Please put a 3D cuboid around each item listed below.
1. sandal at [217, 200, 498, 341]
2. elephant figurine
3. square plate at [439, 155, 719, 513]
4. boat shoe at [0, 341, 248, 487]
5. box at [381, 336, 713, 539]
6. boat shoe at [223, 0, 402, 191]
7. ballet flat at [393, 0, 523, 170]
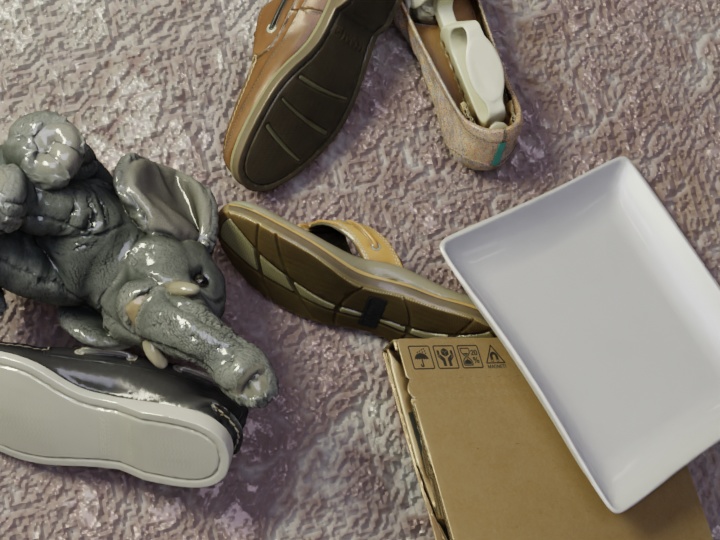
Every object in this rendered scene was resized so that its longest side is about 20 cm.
[{"bbox_3d":[0.000,0.000,1.058,0.198,0.080,0.054,20,58,-7],"label":"sandal"},{"bbox_3d":[-0.141,0.000,0.994,0.198,0.142,0.156,25,58,-13],"label":"elephant figurine"},{"bbox_3d":[0.163,0.037,1.063,0.199,0.028,0.199,-24,77,-39],"label":"square plate"},{"bbox_3d":[-0.167,0.078,1.015,0.198,0.075,0.061,10,33,9],"label":"boat shoe"},{"bbox_3d":[0.120,0.117,1.020,0.198,0.021,0.165,1,60,-32],"label":"box"},{"bbox_3d":[-0.036,-0.147,1.093,0.068,0.072,0.201,29,84,39],"label":"boat shoe"},{"bbox_3d":[0.063,-0.168,1.110,0.067,0.067,0.202,-22,81,-14],"label":"ballet flat"}]
